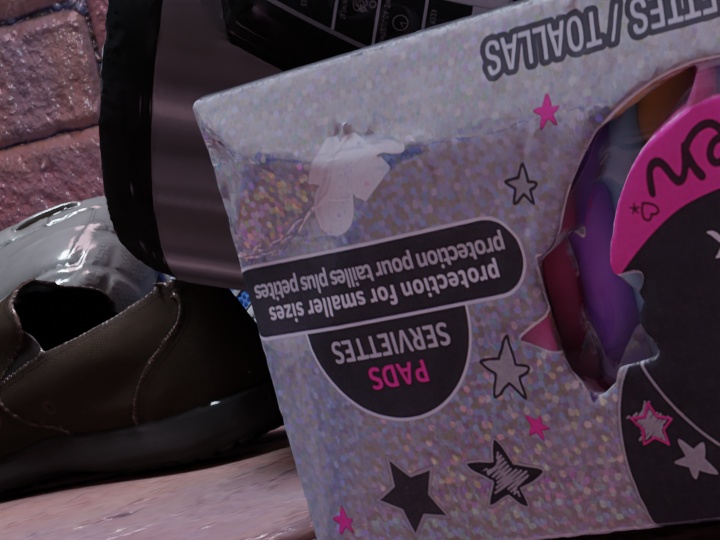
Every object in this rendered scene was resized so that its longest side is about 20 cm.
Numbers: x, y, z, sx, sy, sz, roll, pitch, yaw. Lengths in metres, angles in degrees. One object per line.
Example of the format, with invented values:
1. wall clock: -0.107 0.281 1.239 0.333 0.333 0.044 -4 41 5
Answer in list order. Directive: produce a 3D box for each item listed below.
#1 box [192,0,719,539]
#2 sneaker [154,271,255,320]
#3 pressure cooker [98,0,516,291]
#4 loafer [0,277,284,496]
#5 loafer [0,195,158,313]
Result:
1. box: 0.087 -0.013 0.502 0.200 0.115 0.132 -13 5 40
2. sneaker: -0.010 0.007 0.854 0.200 0.077 0.076 -9 5 39
3. pressure cooker: 0.033 -0.071 0.734 0.200 0.176 0.179 10 34 8
4. loafer: -0.109 0.037 0.834 0.200 0.071 0.073 -12 4 32
5. loafer: -0.159 0.030 0.928 0.200 0.070 0.070 -23 39 27
